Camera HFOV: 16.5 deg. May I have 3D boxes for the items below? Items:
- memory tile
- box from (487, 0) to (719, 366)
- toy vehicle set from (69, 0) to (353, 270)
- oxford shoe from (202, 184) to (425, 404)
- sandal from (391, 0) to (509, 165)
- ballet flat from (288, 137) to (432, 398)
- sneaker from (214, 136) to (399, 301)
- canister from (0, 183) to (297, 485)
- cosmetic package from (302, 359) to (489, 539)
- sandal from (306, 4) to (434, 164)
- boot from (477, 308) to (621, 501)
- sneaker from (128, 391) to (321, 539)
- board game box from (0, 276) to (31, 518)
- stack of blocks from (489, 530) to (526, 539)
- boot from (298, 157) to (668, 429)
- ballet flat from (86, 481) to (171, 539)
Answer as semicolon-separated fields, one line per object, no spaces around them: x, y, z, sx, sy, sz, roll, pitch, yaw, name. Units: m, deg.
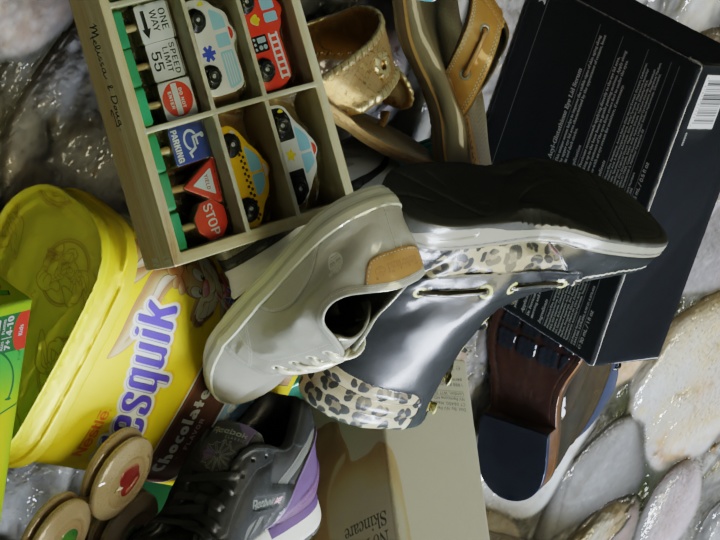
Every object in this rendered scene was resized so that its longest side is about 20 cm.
-0.158;0.189;1.346;0.153;0.017;0.201;-46;153;-31;memory tile
0.148;-0.063;1.545;0.079;0.141;0.201;-4;119;-49;box
-0.081;-0.112;1.261;0.124;0.026;0.202;-20;97;-39;toy vehicle set
-0.026;0.028;1.287;0.075;0.058;0.200;-21;163;-36;oxford shoe
0.062;-0.121;1.428;0.080;0.054;0.201;-47;126;-64;sandal
0.000;0.000;1.500;0.200;0.067;0.070;-47;166;-13;ballet flat
-0.047;-0.068;1.378;0.075;0.116;0.201;-29;-173;25;sneaker
-0.126;0.043;1.362;0.199;0.086;0.149;17;104;-54;canister
0.021;0.160;1.483;0.071;0.202;0.105;6;155;-32;cosmetic package
-0.013;-0.117;1.379;0.211;0.078;0.070;19;104;-46;sandal
0.136;0.052;1.690;0.097;0.074;0.201;-28;138;-58;boot
-0.087;0.127;1.333;0.200;0.075;0.088;-41;141;-56;sneaker
-0.226;0.085;1.264;0.047;0.101;0.201;-15;126;-42;board game box
0.097;0.254;1.783;0.200;0.058;0.116;21;100;-53;stack of blocks
0.068;0.015;1.423;0.202;0.074;0.154;2;129;-38;boot
-0.122;0.159;1.474;0.200;0.069;0.063;-40;150;-7;ballet flat
